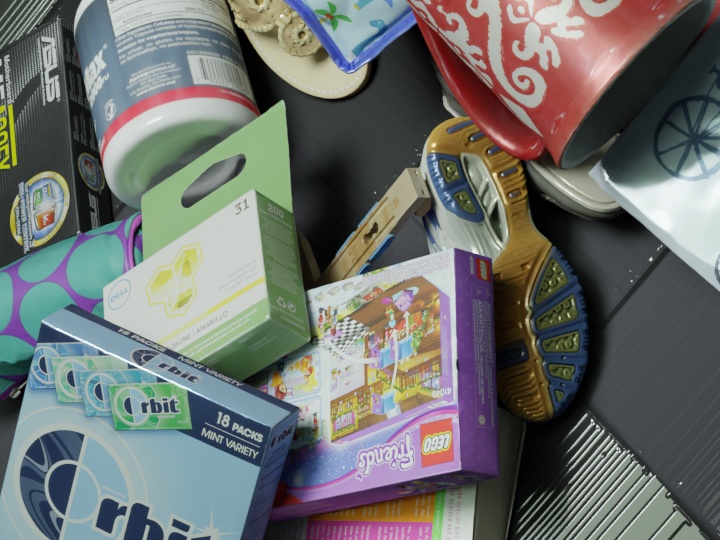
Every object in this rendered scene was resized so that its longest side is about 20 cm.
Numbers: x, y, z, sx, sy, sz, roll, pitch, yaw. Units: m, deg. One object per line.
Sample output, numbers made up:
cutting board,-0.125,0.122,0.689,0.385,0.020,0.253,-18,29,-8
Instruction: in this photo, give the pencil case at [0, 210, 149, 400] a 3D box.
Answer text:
pencil case,-0.213,0.028,1.677,0.199,0.085,0.093,-21,102,29

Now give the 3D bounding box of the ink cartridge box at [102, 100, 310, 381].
ink cartridge box,-0.106,-0.011,1.529,0.145,0.048,0.201,-31,49,29

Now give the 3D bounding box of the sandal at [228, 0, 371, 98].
sandal,-0.079,-0.206,1.636,0.078,0.069,0.212,-41,74,25

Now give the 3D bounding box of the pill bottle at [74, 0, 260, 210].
pill bottle,-0.144,-0.153,1.677,0.119,0.119,0.201,-32,54,23

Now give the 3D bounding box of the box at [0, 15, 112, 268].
box,-0.270,-0.074,1.789,0.160,0.044,0.201,-25,59,28

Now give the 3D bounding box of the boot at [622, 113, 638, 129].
boot,0.150,-0.185,1.484,0.146,0.070,0.200,-44,60,-5

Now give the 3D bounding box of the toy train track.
toy train track,0.000,0.000,1.528,0.200,0.032,0.115,-51,50,45

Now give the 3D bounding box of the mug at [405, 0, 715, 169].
mug,0.081,-0.161,1.377,0.200,0.133,0.178,44,119,11

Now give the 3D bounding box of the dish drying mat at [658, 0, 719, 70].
dish drying mat,0.259,-0.099,1.380,0.077,0.018,0.200,-45,68,14

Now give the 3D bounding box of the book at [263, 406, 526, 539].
book,0.003,0.155,1.489,0.199,0.048,0.135,-2,71,38

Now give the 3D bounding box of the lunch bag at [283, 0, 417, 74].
lunch bag,0.045,-0.248,1.533,0.200,0.127,0.170,-38,16,24

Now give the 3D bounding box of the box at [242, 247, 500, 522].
box,0.001,0.075,1.451,0.199,0.039,0.138,-16,68,43

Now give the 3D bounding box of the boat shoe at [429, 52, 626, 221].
boat shoe,0.114,-0.091,1.508,0.067,0.057,0.200,-27,53,-18

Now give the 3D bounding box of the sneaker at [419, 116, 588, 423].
sneaker,0.089,0.004,1.479,0.075,0.088,0.201,-12,77,-14

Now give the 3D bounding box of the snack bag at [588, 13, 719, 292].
snack bag,0.260,-0.066,1.354,0.200,0.021,0.189,45,103,23

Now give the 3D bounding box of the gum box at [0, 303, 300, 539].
gum box,-0.144,0.147,1.473,0.169,0.045,0.201,24,112,16
